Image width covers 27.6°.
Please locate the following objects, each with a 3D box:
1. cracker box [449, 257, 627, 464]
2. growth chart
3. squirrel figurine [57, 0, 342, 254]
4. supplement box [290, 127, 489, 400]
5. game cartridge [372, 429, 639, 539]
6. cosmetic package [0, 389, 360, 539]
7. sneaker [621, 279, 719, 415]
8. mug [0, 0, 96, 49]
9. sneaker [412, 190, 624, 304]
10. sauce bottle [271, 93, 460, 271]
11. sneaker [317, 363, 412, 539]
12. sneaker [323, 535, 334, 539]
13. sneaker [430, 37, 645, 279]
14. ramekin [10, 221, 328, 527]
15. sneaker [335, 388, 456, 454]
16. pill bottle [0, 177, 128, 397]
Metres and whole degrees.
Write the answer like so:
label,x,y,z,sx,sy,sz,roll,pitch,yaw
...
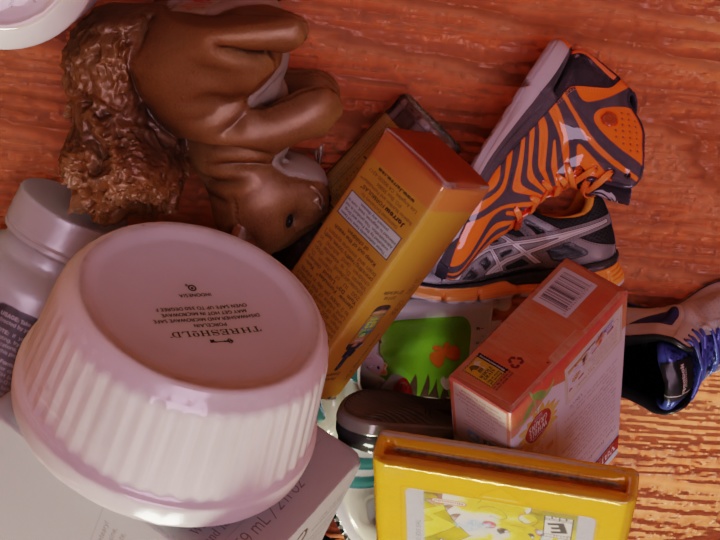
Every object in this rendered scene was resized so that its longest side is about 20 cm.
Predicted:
label,x,y,z,sx,sy,sz,roll,pitch,yaw
cracker box,0.129,0.106,1.059,0.134,0.058,0.200,-42,146,-27
growth chart,0.068,0.106,1.170,0.144,0.018,0.201,-13,113,-2
squirrel figurine,-0.108,-0.094,1.004,0.199,0.142,0.187,-12,120,-6
supplement box,0.000,0.000,1.010,0.066,0.069,0.200,-2,130,-57
game cartridge,0.097,0.191,1.033,0.176,0.033,0.200,8,139,9
cosmetic package,-0.142,0.166,0.990,0.200,0.167,0.167,32,124,12
sneaker,0.252,0.066,1.139,0.199,0.115,0.081,-4,113,-10
mug,-0.228,-0.222,0.912,0.149,0.153,0.187,-23,113,-1
sneaker,0.099,-0.017,1.106,0.199,0.078,0.078,-5,99,-13
sauce bottle,-0.014,-0.038,1.075,0.065,0.065,0.200,40,101,-22
sneaker,0.006,0.132,1.129,0.093,0.070,0.200,-23,116,3
sneaker,-0.067,0.169,1.137,0.202,0.077,0.146,23,108,-17
sneaker,0.136,-0.062,1.047,0.112,0.078,0.200,33,82,2
ramekin,-0.111,0.054,0.917,0.202,0.203,0.094,12,126,-15
sneaker,0.042,0.151,1.081,0.200,0.075,0.107,13,99,-52
pill bottle,-0.241,0.040,1.034,0.110,0.111,0.200,23,105,-19
